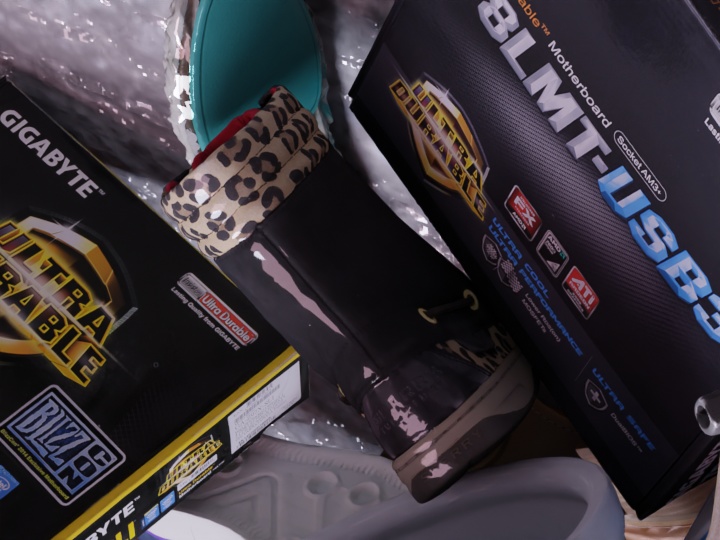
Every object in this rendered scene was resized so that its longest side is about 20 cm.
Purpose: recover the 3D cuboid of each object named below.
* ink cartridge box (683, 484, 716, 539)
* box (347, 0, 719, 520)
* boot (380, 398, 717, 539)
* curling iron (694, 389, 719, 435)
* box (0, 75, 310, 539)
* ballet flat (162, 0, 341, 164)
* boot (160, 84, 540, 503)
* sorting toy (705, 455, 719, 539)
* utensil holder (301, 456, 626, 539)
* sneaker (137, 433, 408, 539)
[{"bbox_3d":[0.238,0.093,0.943,0.199,0.129,0.125,35,146,3],"label":"ink cartridge box"},{"bbox_3d":[0.090,-0.043,0.917,0.201,0.050,0.199,56,151,16],"label":"box"},{"bbox_3d":[0.105,0.118,1.141,0.199,0.074,0.155,-9,130,49],"label":"boot"},{"bbox_3d":[0.200,0.026,0.870,0.050,0.199,0.026,-121,29,-49],"label":"curling iron"},{"bbox_3d":[-0.145,0.030,1.124,0.200,0.159,0.049,41,158,26],"label":"box"},{"bbox_3d":[-0.047,-0.055,1.075,0.071,0.072,0.201,14,139,29],"label":"ballet flat"},{"bbox_3d":[0.000,0.000,1.024,0.073,0.200,0.151,-42,95,14],"label":"boot"},{"bbox_3d":[0.168,0.003,0.787,0.184,0.201,0.036,11,180,-42],"label":"sorting toy"},{"bbox_3d":[0.047,0.192,0.940,0.169,0.170,0.201,-12,107,47],"label":"utensil holder"},{"bbox_3d":[-0.010,0.149,1.142,0.199,0.081,0.147,19,142,36],"label":"sneaker"}]
